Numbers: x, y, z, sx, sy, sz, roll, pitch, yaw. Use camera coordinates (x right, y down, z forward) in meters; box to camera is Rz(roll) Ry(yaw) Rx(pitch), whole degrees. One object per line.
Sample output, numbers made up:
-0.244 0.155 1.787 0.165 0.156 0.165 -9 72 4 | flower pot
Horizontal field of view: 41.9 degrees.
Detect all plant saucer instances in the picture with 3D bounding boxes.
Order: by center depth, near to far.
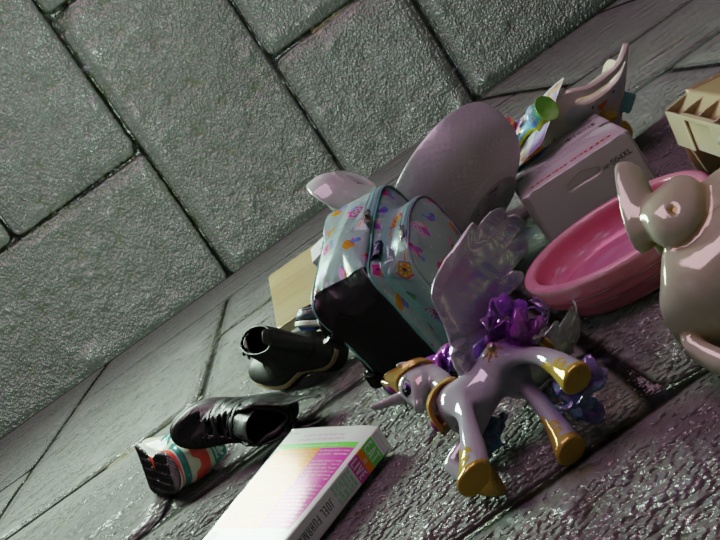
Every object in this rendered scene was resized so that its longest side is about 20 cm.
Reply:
0.254 -0.020 0.905 0.199 0.051 0.201 -34 9 6 | plant saucer

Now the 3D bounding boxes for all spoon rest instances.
0.019 -0.083 1.163 0.198 0.061 0.099 0 26 -42 | spoon rest

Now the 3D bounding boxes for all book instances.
-0.072 0.224 0.869 0.133 0.048 0.200 -20 19 49 | book

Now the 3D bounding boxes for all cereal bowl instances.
0.128 -0.098 1.142 0.200 0.083 0.201 -39 -27 -24 | cereal bowl

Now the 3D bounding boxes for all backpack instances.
0.041 0.005 1.012 0.153 0.176 0.201 -35 31 21 | backpack

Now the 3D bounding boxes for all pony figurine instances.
0.106 0.076 0.738 0.193 0.167 0.200 -43 26 -3 | pony figurine

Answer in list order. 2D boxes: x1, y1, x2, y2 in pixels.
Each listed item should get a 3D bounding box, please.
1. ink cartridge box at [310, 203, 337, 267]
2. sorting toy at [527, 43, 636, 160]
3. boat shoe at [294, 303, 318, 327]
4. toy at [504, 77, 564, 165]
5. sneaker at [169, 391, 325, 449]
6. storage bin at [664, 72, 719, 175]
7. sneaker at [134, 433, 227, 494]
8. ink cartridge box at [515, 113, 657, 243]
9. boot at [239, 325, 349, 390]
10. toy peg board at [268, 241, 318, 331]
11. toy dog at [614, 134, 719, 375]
0.000 0.000 1.192 0.067 0.200 0.116 -44 9 3 | ink cartridge box
0.313 -0.228 1.300 0.199 0.107 0.180 -38 -20 -10 | sorting toy
-0.022 0.040 1.310 0.074 0.063 0.199 2 8 40 | boat shoe
0.195 -0.175 1.269 0.200 0.047 0.116 -41 24 59 | toy
-0.140 0.181 1.136 0.197 0.061 0.104 -12 1 -1 | sneaker
0.391 -0.139 0.805 0.197 0.094 0.200 -25 12 8 | storage bin
-0.238 0.251 1.266 0.093 0.071 0.199 -21 2 -27 | sneaker
0.271 -0.113 1.173 0.145 0.085 0.200 -34 11 12 | ink cartridge box
-0.129 0.110 1.283 0.137 0.078 0.199 12 -27 -39 | boot
-0.041 0.031 1.584 0.199 0.098 0.200 -35 26 6 | toy peg board
0.291 -0.037 0.630 0.199 0.140 0.195 -29 25 31 | toy dog
